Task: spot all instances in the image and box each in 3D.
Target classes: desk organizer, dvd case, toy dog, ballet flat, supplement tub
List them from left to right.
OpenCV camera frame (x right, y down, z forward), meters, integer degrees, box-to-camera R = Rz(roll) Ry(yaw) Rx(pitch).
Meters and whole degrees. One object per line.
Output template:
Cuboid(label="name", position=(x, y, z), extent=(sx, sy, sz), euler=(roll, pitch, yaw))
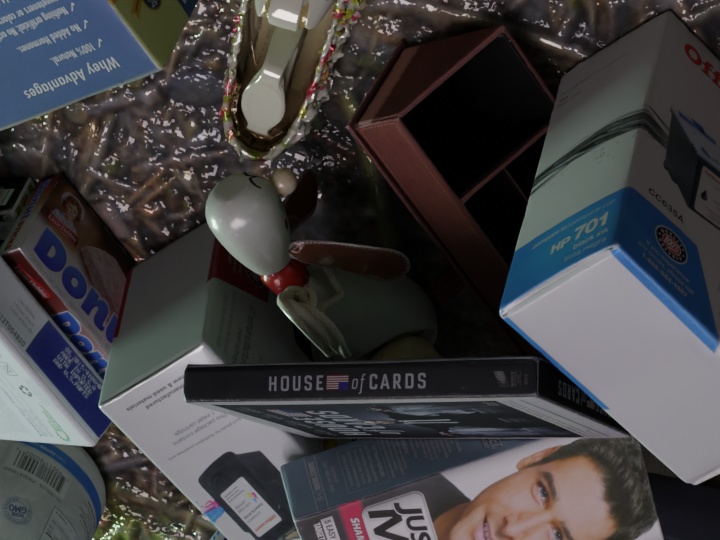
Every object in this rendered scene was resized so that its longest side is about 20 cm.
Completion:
Cuboid(label="supplement tub", position=(-0.262, 0.205, 1.557), extent=(0.132, 0.200, 0.132), euler=(10, 135, 11))
Cuboid(label="ballet flat", position=(-0.035, -0.135, 1.251), extent=(0.076, 0.064, 0.200), euler=(17, 135, 5))
Cuboid(label="toy dog", position=(0.000, 0.000, 1.339), extent=(0.132, 0.096, 0.200), euler=(46, 178, 27))
Cuboid(label="dvd case", position=(0.028, 0.070, 1.232), extent=(0.200, 0.025, 0.150), euler=(-3, 168, 25))
Cuboid(label="desk organizer", position=(0.088, -0.037, 1.282), extent=(0.077, 0.072, 0.200), euler=(-9, 129, 43))

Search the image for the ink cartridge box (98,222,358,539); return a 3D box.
Cuboid(label="ink cartridge box", position=(-0.058, 0.087, 1.404), extent=(0.083, 0.146, 0.200), euler=(-31, 117, 21))

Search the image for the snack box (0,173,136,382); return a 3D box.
Cuboid(label="snack box", position=(-0.150, 0.036, 1.448), extent=(0.024, 0.072, 0.200), euler=(-16, 125, 33))

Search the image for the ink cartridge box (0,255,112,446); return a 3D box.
Cuboid(label="ink cartridge box", position=(-0.272, 0.030, 1.446), extent=(0.200, 0.041, 0.200), euler=(-2, 133, 44))

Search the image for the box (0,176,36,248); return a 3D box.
Cuboid(label="box", position=(-0.287, -0.004, 1.486), extent=(0.200, 0.035, 0.110), euler=(-2, 131, 21))

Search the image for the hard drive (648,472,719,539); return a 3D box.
Cuboid(label="hard drive", position=(0.244, 0.193, 1.390), extent=(0.200, 0.042, 0.135), euler=(15, 141, 20))

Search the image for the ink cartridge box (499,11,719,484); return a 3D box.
Cuboid(label="ink cartridge box", position=(0.164, -0.015, 1.195), extent=(0.146, 0.200, 0.086), euler=(41, 131, -20))

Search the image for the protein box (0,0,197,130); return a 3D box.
Cuboid(label="protein box", position=(-0.213, -0.190, 1.212), extent=(0.198, 0.135, 0.200), euler=(-17, 124, 31))

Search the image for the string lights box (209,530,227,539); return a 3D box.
Cuboid(label="string lights box", position=(-0.044, 0.227, 1.509), extent=(0.103, 0.200, 0.059), euler=(36, 94, -14))

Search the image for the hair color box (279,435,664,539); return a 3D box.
Cuboid(label="hair color box", position=(0.065, 0.135, 1.325), extent=(0.200, 0.061, 0.099), euler=(-18, 119, -2))

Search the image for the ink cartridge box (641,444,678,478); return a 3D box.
Cuboid(label="ink cartridge box", position=(0.123, 0.189, 1.514), extent=(0.200, 0.045, 0.176), euler=(-3, 130, 22))
